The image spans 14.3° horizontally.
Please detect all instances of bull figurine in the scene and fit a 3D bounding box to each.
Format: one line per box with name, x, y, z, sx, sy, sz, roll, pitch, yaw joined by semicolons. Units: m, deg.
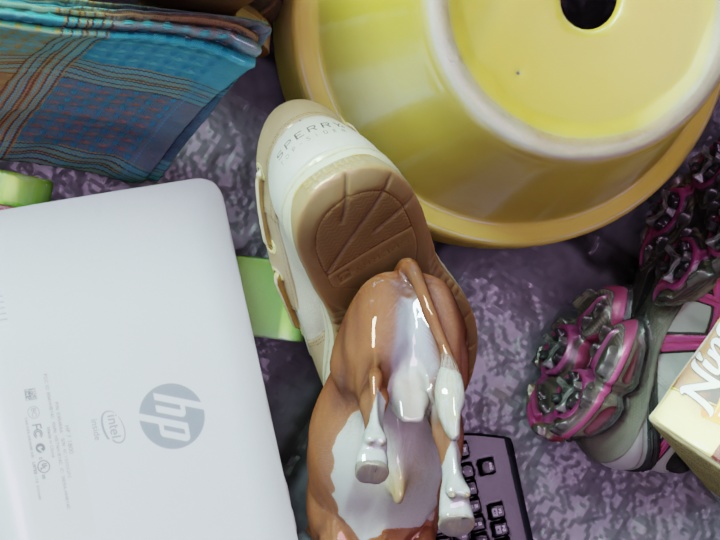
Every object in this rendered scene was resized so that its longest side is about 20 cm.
bull figurine;0.011;0.090;1.200;0.065;0.122;0.200;-1;133;-5

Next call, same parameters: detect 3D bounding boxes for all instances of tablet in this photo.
tablet;-0.100;0.066;1.201;0.130;0.014;0.200;-10;80;-16

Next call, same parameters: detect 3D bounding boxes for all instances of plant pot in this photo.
plant pot;0.074;-0.108;1.215;0.200;0.189;0.201;0;92;-10

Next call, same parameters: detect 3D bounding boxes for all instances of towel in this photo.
towel;-0.154;-0.077;1.180;0.200;0.147;0.022;5;68;-23

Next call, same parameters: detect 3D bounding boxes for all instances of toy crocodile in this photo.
toy crocodile;-0.118;-0.001;1.249;0.200;0.062;0.068;13;90;-10

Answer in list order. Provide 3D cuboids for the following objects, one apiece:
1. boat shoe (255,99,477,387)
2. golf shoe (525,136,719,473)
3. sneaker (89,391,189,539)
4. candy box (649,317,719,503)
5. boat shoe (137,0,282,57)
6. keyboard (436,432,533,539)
boat shoe;0.000;0.000;1.230;0.074;0.200;0.069;-25;53;-9
golf shoe;0.160;0.011;1.263;0.092;0.073;0.200;23;126;-23
sneaker;-0.089;0.132;1.246;0.077;0.085;0.200;-30;97;-7
candy box;0.202;0.061;1.241;0.055;0.200;0.115;35;85;30
boat shoe;-0.067;-0.138;1.169;0.070;0.200;0.070;11;86;3
keyboard;0.066;0.170;1.296;0.104;0.040;0.200;-13;95;-8
